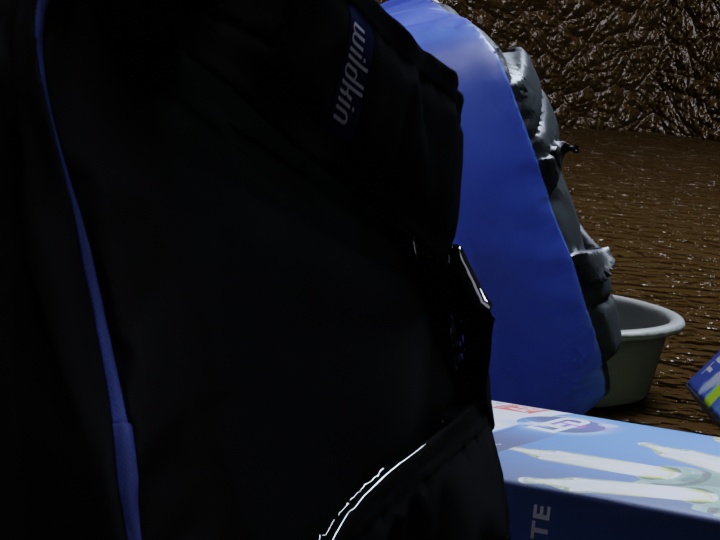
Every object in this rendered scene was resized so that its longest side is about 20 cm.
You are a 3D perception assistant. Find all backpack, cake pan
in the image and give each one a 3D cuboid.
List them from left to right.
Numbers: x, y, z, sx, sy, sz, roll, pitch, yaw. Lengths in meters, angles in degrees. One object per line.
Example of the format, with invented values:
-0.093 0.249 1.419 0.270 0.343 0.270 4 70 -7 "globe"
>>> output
-0.046 0.027 0.553 0.154 0.200 0.190 -7 -3 28 "backpack"
0.000 0.000 0.894 0.168 0.163 0.200 -26 12 -8 "backpack"
0.047 0.030 1.155 0.200 0.037 0.200 5 6 -1 "cake pan"

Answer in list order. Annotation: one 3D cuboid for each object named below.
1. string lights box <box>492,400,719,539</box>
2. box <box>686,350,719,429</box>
0.091 0.080 0.646 0.200 0.059 0.103 8 9 30 "string lights box"
0.188 0.029 0.926 0.048 0.122 0.200 47 3 -6 "box"
